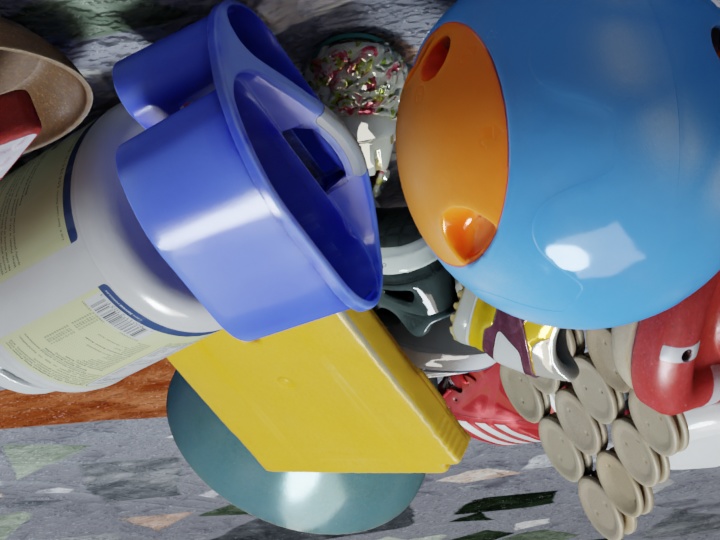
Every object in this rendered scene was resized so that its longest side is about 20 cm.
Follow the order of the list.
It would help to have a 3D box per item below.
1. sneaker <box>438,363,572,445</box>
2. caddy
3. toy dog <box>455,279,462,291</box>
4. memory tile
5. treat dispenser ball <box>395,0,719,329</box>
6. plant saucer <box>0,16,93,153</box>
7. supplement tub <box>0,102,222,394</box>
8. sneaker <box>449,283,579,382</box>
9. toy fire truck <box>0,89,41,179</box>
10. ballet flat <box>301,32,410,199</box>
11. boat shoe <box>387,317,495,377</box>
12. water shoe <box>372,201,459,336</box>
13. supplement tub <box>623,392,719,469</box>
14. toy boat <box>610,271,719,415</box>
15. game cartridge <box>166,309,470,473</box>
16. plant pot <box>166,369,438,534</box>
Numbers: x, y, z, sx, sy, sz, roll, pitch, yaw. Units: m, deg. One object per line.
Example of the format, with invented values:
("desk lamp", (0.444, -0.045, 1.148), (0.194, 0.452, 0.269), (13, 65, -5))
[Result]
("sneaker", (0.084, 0.059, 1.880), (0.115, 0.078, 0.200), (-20, 117, 27))
("caddy", (-0.051, -0.054, 1.414), (0.105, 0.142, 0.200), (-22, 136, 15))
("toy dog", (0.093, -0.046, 1.699), (0.200, 0.096, 0.132), (-35, 148, 30))
("memory tile", (0.153, 0.087, 1.715), (0.017, 0.153, 0.200), (-26, 160, -21))
("treat dispenser ball", (0.118, -0.069, 1.384), (0.200, 0.201, 0.201), (-7, 164, -2))
("plant saucer", (-0.246, -0.101, 1.414), (0.200, 0.037, 0.200), (-6, 164, -2))
("supplement tub", (-0.154, -0.010, 1.567), (0.145, 0.145, 0.200), (6, 159, -38))
("sneaker", (0.125, -0.030, 1.567), (0.090, 0.200, 0.075), (24, -153, 15))
("toy fire truck", (-0.269, -0.032, 1.414), (0.168, 0.112, 0.200), (-20, 171, -26))
("ballet flat", (-0.002, -0.078, 1.549), (0.075, 0.064, 0.200), (-4, 163, -3))
("boat shoe", (-0.002, 0.051, 1.764), (0.199, 0.074, 0.065), (7, 130, 4))
("water shoe", (0.000, 0.000, 1.674), (0.071, 0.079, 0.200), (-24, -165, -17))
("supplement tub", (0.233, 0.024, 1.748), (0.140, 0.200, 0.140), (-7, 164, -2))
("toy boat", (0.252, 0.032, 1.574), (0.200, 0.131, 0.131), (-9, -149, -33))
("game cartridge", (-0.042, 0.062, 1.688), (0.176, 0.032, 0.200), (-3, 139, 38))
("plant pot", (-0.026, 0.070, 1.870), (0.200, 0.200, 0.135), (1, 134, -25))
